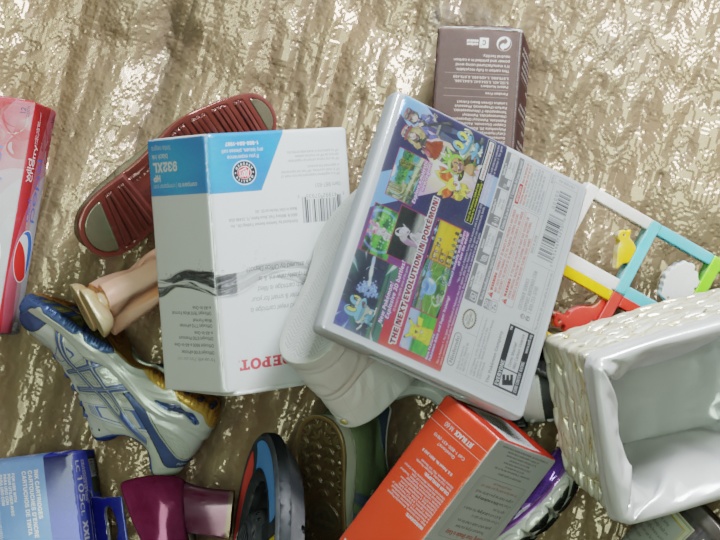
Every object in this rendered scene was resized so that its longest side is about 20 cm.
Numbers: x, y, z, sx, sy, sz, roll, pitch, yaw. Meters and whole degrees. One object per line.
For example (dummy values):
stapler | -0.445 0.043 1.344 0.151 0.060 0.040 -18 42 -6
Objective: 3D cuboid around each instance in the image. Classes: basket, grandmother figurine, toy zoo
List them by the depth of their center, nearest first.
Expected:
basket | 0.254 0.097 1.525 0.199 0.123 0.136 -14 102 -15
toy zoo | 0.210 0.018 1.596 0.199 0.020 0.132 28 91 -9
grandmother figurine | -0.141 -0.013 1.635 0.200 0.121 0.061 -29 114 -15

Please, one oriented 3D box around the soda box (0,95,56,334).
soda box | -0.316 -0.048 1.682 0.070 0.063 0.201 9 89 9

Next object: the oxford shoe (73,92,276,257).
oxford shoe | -0.162 -0.087 1.660 0.200 0.075 0.071 -34 106 -14

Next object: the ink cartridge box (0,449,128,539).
ink cartridge box | -0.289 0.226 1.660 0.199 0.076 0.137 -9 86 6

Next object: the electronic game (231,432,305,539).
electronic game | -0.081 0.230 1.571 0.041 0.200 0.201 6 88 -13

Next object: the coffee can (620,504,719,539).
coffee can | 0.230 0.286 1.546 0.200 0.146 0.146 -44 82 4

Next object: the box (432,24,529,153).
box | 0.095 -0.092 1.607 0.075 0.100 0.201 2 87 8

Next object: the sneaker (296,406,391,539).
sneaker | -0.009 0.194 1.622 0.067 0.090 0.201 21 121 31

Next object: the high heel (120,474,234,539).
high heel | -0.162 0.272 1.632 0.096 0.067 0.201 7 82 0

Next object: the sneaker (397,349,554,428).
sneaker | 0.117 0.100 1.616 0.199 0.074 0.089 18 110 5

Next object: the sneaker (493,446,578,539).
sneaker | 0.095 0.202 1.606 0.200 0.081 0.084 -36 77 6

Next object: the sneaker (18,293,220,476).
sneaker | -0.218 0.098 1.656 0.200 0.075 0.088 34 103 14

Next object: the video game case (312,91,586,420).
video game case | 0.072 -0.010 1.505 0.182 0.023 0.201 25 71 -21

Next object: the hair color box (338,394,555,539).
hair color box | 0.052 0.201 1.535 0.064 0.111 0.200 39 97 31

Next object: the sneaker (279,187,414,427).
sneaker | 0.010 0.025 1.550 0.073 0.116 0.200 7 55 35

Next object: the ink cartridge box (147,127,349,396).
ink cartridge box | -0.083 -0.009 1.557 0.084 0.145 0.201 -1 94 47
